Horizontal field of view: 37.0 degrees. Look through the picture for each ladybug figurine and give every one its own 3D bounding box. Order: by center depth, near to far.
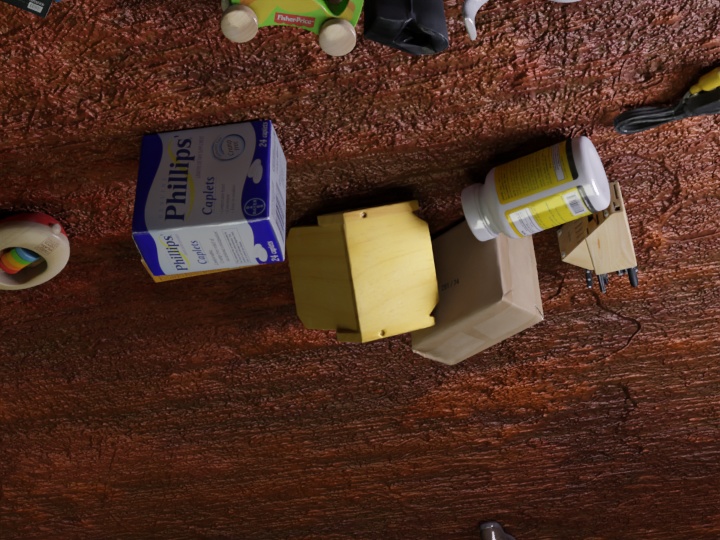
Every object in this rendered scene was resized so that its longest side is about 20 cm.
[{"bbox_3d":[-0.545,-0.037,1.724,0.200,0.072,0.136,-24,138,29],"label":"ladybug figurine"}]

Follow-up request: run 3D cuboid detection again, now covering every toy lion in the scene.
[{"bbox_3d":[-0.089,-0.366,1.301,0.199,0.069,0.192,6,136,-11],"label":"toy lion"}]

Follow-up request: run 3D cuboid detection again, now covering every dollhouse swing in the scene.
[{"bbox_3d":[0.000,0.000,1.722,0.181,0.201,0.176,-12,-174,-21],"label":"dollhouse swing"}]

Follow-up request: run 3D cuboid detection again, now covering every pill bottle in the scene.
[{"bbox_3d":[0.257,-0.115,1.595,0.200,0.113,0.112,-19,141,23],"label":"pill bottle"}]

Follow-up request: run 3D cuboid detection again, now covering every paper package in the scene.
[{"bbox_3d":[0.178,0.025,1.732,0.103,0.191,0.200,26,137,-37],"label":"paper package"}]

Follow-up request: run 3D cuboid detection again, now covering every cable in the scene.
[{"bbox_3d":[0.460,-0.239,1.523,0.200,0.050,0.097,-15,161,38],"label":"cable"}]

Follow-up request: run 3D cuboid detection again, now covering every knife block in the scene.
[{"bbox_3d":[0.421,-0.044,1.754,0.175,0.064,0.200,14,141,-22],"label":"knife block"}]

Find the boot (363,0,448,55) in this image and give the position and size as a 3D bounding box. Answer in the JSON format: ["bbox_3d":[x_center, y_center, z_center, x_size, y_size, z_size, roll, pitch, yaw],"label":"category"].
[{"bbox_3d":[0.085,-0.333,1.223,0.164,0.200,0.066,3,144,-7],"label":"boot"}]

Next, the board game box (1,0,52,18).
[{"bbox_3d":[-0.448,-0.390,1.273,0.200,0.028,0.135,19,139,-25],"label":"board game box"}]

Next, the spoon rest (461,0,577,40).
[{"bbox_3d":[0.216,-0.356,1.333,0.200,0.061,0.099,-22,143,6],"label":"spoon rest"}]

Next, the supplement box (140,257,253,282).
[{"bbox_3d":[-0.250,-0.038,1.738,0.199,0.067,0.069,-11,143,12],"label":"supplement box"}]

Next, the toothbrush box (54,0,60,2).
[{"bbox_3d":[-0.262,-0.397,1.170,0.200,0.147,0.085,-15,143,17],"label":"toothbrush box"}]

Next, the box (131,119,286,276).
[{"bbox_3d":[-0.213,-0.105,1.545,0.199,0.184,0.105,-7,145,7],"label":"box"}]

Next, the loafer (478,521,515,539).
[{"bbox_3d":[0.357,0.722,2.809,0.073,0.071,0.200,-18,141,21],"label":"loafer"}]
